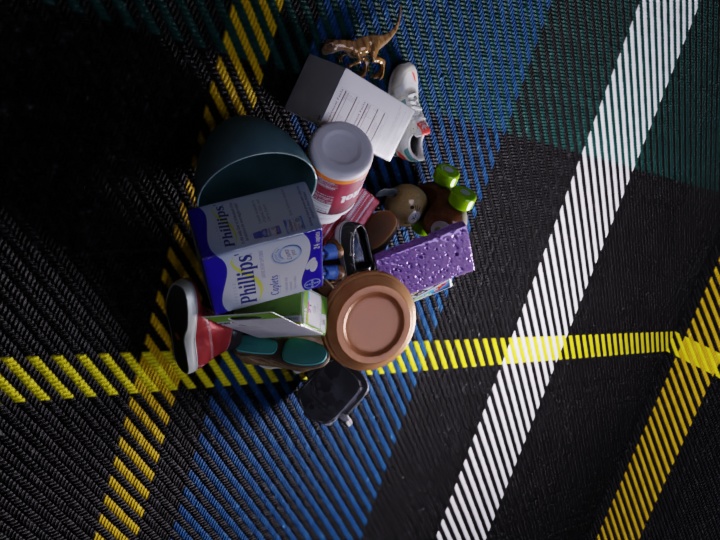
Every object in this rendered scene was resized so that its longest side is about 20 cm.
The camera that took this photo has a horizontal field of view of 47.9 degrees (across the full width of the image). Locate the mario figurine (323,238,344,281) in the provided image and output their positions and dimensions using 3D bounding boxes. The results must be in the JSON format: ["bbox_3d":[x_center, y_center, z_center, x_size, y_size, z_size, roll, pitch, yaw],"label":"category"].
[{"bbox_3d":[-0.137,-0.016,1.541,0.199,0.124,0.106,-4,151,-26],"label":"mario figurine"}]

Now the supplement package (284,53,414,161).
[{"bbox_3d":[-0.018,-0.294,1.477,0.200,0.114,0.110,18,101,-49],"label":"supplement package"}]

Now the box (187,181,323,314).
[{"bbox_3d":[-0.170,-0.034,1.345,0.199,0.105,0.184,-15,150,-11],"label":"box"}]

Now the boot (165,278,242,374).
[{"bbox_3d":[-0.274,0.080,1.479,0.144,0.072,0.201,-27,136,-34],"label":"boot"}]

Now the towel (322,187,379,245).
[{"bbox_3d":[-0.066,-0.125,1.573,0.200,0.022,0.145,34,89,-36],"label":"towel"}]

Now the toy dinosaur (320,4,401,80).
[{"bbox_3d":[0.022,-0.411,1.489,0.200,0.060,0.107,-27,128,-32],"label":"toy dinosaur"}]

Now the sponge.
[{"bbox_3d":[0.128,-0.016,1.631,0.199,0.030,0.112,-21,126,-6],"label":"sponge"}]

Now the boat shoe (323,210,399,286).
[{"bbox_3d":[0.003,-0.044,1.662,0.200,0.071,0.070,-40,155,11],"label":"boat shoe"}]

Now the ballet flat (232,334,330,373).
[{"bbox_3d":[-0.151,0.169,1.577,0.072,0.199,0.068,79,19,-50],"label":"ballet flat"}]

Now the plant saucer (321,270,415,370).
[{"bbox_3d":[0.020,0.101,1.565,0.199,0.037,0.201,-5,104,-21],"label":"plant saucer"}]

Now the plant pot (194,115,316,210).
[{"bbox_3d":[-0.187,-0.176,1.341,0.199,0.135,0.200,-17,151,-10],"label":"plant pot"}]

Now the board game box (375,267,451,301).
[{"bbox_3d":[0.093,0.023,1.703,0.199,0.035,0.126,-21,143,-6],"label":"board game box"}]

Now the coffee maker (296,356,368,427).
[{"bbox_3d":[-0.051,0.226,1.682,0.200,0.134,0.193,115,-5,-79],"label":"coffee maker"}]

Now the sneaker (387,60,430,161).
[{"bbox_3d":[0.105,-0.310,1.606,0.070,0.093,0.201,-20,126,-36],"label":"sneaker"}]

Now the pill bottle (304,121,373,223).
[{"bbox_3d":[-0.051,-0.165,1.430,0.113,0.113,0.200,-37,169,-24],"label":"pill bottle"}]

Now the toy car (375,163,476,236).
[{"bbox_3d":[0.110,-0.124,1.692,0.199,0.158,0.165,0,131,-27],"label":"toy car"}]

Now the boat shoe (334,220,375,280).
[{"bbox_3d":[0.000,0.000,1.586,0.068,0.057,0.201,-26,107,-35],"label":"boat shoe"}]

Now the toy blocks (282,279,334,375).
[{"bbox_3d":[-0.105,0.091,1.618,0.200,0.100,0.137,-41,113,4],"label":"toy blocks"}]

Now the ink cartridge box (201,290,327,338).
[{"bbox_3d":[-0.168,0.068,1.463,0.200,0.147,0.076,33,56,-61],"label":"ink cartridge box"}]
